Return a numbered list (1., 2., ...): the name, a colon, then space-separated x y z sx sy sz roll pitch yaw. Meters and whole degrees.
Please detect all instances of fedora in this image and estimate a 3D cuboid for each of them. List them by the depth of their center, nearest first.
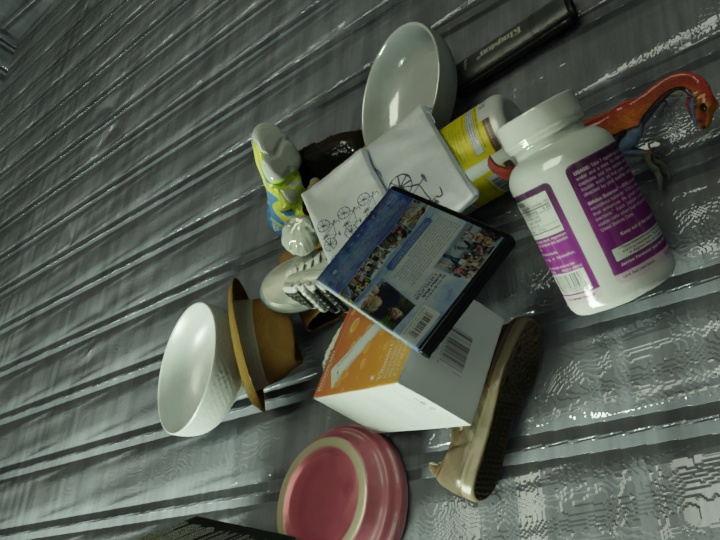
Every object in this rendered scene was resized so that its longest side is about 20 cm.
1. fedora: -0.129 0.098 1.071 0.081 0.202 0.202 -13 49 -2

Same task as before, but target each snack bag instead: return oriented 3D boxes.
1. snack bag: 0.030 -0.090 0.905 0.199 0.021 0.190 -35 48 13

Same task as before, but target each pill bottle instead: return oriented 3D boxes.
1. pill bottle: 0.215 -0.068 0.746 0.112 0.112 0.202 -26 91 33
2. pill bottle: 0.119 -0.124 0.956 0.199 0.109 0.110 -29 48 31

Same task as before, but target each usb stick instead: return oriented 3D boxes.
1. usb stick: 0.204 -0.305 1.037 0.199 0.032 0.056 -28 49 33

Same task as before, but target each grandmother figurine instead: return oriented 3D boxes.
1. grandmother figurine: -0.029 -0.091 1.023 0.121 0.061 0.200 15 49 44

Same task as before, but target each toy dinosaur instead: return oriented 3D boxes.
1. toy dinosaur: 0.266 -0.135 0.787 0.182 0.198 0.106 121 136 -54

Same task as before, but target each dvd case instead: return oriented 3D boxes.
1. dvd case: 0.050 -0.008 0.791 0.143 0.018 0.199 -51 38 -7

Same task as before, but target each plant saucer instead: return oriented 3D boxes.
1. plant saucer: -0.033 0.281 0.913 0.199 0.051 0.203 -26 49 34

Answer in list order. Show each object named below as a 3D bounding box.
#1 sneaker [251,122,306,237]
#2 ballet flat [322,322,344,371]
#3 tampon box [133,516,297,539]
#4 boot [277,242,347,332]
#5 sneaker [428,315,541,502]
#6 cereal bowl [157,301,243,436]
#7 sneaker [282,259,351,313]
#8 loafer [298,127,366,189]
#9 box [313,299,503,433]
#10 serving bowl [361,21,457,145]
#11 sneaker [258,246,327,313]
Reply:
1. sneaker: -0.130 -0.124 1.187 0.105 0.075 0.202 -28 86 49
2. ballet flat: 0.025 0.058 0.986 0.200 0.072 0.072 -48 41 5
3. tampon box: -0.176 0.394 0.897 0.199 0.125 0.152 -6 90 43
4. boot: -0.024 -0.016 1.085 0.201 0.071 0.145 -42 54 11
5. sneaker: 0.128 0.138 0.813 0.075 0.070 0.202 13 77 43
6. cereal bowl: -0.233 0.154 1.160 0.199 0.083 0.202 -28 53 46
7. sneaker: 0.000 0.000 0.934 0.197 0.075 0.082 -9 61 16
8. loafer: -0.055 -0.173 1.212 0.199 0.073 0.071 -9 30 44
9. box: 0.048 0.101 0.846 0.200 0.097 0.125 -26 37 59
10. serving bowl: 0.078 -0.245 1.087 0.199 0.065 0.203 -20 67 57
11. sneaker: -0.045 -0.004 1.010 0.198 0.081 0.077 -21 74 2
